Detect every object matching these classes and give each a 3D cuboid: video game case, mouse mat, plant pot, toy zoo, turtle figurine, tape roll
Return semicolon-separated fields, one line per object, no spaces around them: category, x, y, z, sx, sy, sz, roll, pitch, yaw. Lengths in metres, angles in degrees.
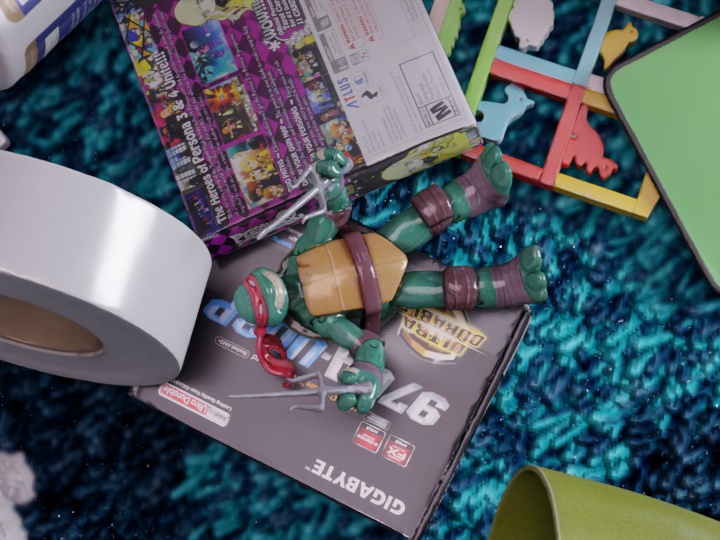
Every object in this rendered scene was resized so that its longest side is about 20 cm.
video game case;-0.044;-0.128;1.475;0.181;0.036;0.200;-23;64;1
mouse mat;0.267;-0.095;1.476;0.200;0.008;0.161;-28;86;-6
plant pot;0.183;0.216;1.386;0.199;0.187;0.188;7;84;-10
toy zoo;0.132;-0.113;1.494;0.200;0.020;0.131;19;85;7
turtle figurine;0.000;0.000;1.407;0.200;0.101;0.150;-17;95;-13
tape roll;-0.190;-0.001;1.402;0.202;0.202;0.071;13;72;6

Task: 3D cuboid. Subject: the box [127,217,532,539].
box;-0.017;0.051;1.474;0.200;0.046;0.159;27;86;8

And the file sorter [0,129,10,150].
file sorter;-0.341;-0.119;1.482;0.139;0.125;0.200;-40;81;-1

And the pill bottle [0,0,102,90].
pill bottle;-0.187;-0.212;1.468;0.111;0.111;0.200;39;66;8
